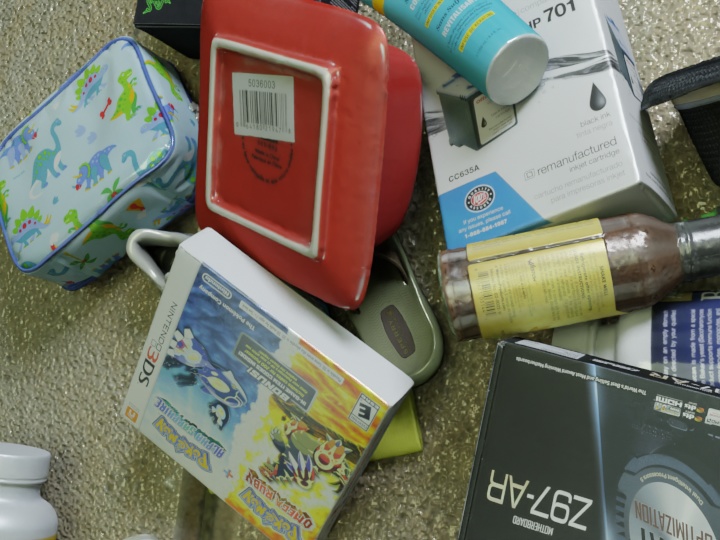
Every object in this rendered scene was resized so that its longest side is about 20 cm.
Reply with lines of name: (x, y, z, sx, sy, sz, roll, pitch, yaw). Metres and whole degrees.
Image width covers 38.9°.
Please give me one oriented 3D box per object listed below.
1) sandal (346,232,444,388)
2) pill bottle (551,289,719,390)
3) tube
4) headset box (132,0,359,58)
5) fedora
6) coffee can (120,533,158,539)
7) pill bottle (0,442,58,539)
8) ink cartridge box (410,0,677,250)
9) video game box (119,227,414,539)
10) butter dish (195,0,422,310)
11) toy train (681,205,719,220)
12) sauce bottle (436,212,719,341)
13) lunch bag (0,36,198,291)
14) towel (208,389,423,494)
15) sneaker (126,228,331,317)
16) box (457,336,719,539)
sandal: (0.001, 0.000, 0.803, 0.080, 0.057, 0.202, -41, 60, 12)
pill bottle: (0.230, 0.069, 0.671, 0.196, 0.111, 0.114, -3, 81, 22)
tube: (0.057, -0.189, 0.725, 0.077, 0.050, 0.201, -44, 49, 6)
headset box: (-0.088, -0.275, 0.866, 0.171, 0.092, 0.204, 8, 86, 25)
fedora: (0.285, -0.106, 0.651, 0.197, 0.200, 0.093, -16, 97, 20)
coffee can: (-0.157, 0.330, 0.784, 0.200, 0.146, 0.147, 45, 100, 22)
pill bottle: (-0.324, 0.256, 0.884, 0.110, 0.112, 0.204, 6, 85, 24)
ink cartridge box: (0.124, -0.113, 0.731, 0.145, 0.085, 0.204, -21, 65, 27)
video game box: (-0.080, 0.098, 0.781, 0.199, 0.047, 0.184, 35, 126, 13)
butter dish: (-0.020, -0.102, 0.762, 0.198, 0.146, 0.203, 24, 118, 40)
toy train: (0.246, -0.024, 0.707, 0.197, 0.056, 0.043, -19, 76, 20)
sauce bottle: (0.150, 0.000, 0.654, 0.196, 0.065, 0.066, -10, 79, 10)
lunch bag: (-0.230, -0.096, 0.901, 0.199, 0.082, 0.162, -37, 61, 15)
towel: (-0.047, 0.123, 0.836, 0.197, 0.018, 0.088, -15, 82, 20)
sneaker: (-0.115, 0.019, 0.836, 0.197, 0.087, 0.076, 23, 85, 25)
box: (0.164, 0.142, 0.616, 0.197, 0.043, 0.164, 14, 96, 22)
